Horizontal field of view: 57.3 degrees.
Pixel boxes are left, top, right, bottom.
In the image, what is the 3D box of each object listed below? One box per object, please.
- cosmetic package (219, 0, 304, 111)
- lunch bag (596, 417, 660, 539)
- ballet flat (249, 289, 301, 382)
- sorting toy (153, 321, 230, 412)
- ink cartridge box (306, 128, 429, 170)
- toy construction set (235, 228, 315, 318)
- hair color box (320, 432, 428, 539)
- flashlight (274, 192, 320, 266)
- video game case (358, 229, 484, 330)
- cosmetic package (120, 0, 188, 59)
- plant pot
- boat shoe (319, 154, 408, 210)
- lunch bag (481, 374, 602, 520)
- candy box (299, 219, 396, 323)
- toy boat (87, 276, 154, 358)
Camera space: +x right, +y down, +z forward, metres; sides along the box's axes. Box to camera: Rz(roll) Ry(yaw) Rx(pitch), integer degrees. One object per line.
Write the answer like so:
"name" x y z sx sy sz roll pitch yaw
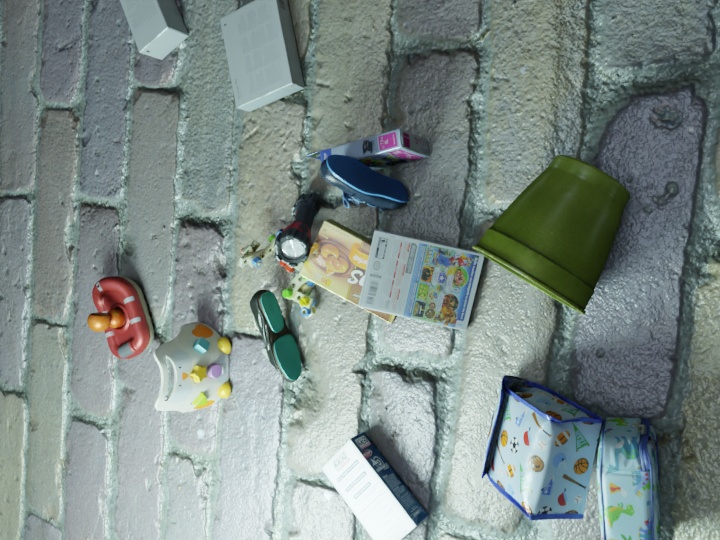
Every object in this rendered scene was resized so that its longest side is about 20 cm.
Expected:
"cosmetic package" -0.206 -0.453 1.374 0.150 0.052 0.201 -13 85 27
"lunch bag" 0.404 0.327 0.989 0.082 0.161 0.201 -3 92 24
"ballet flat" -0.178 0.136 1.368 0.068 0.068 0.201 -16 92 46
"sorting toy" -0.374 0.221 1.417 0.106 0.180 0.201 1 92 30
"ink cartridge box" 0.013 -0.211 1.216 0.199 0.119 0.042 -7 87 29
"toy construction set" -0.150 -0.007 1.340 0.200 0.092 0.131 34 108 13
"hair color box" 0.026 0.423 1.263 0.100 0.060 0.200 -48 70 22
"flashlight" -0.118 -0.081 1.258 0.067 0.200 0.068 -4 118 4
"video game case" 0.108 0.018 1.178 0.199 0.018 0.144 13 100 2
"cosmetic package" -0.482 -0.603 1.515 0.101 0.071 0.201 -28 78 27
"plant pot" 0.309 -0.066 1.025 0.200 0.200 0.193 33 96 25
"boat shoe" 0.001 -0.141 1.182 0.069 0.200 0.084 -31 51 37
"lunch bag" 0.271 0.277 1.064 0.200 0.123 0.171 -147 67 -70
"candy box" 0.000 0.000 1.230 0.199 0.055 0.116 28 101 6
"toy boat" -0.586 0.112 1.563 0.130 0.131 0.201 -27 79 27
